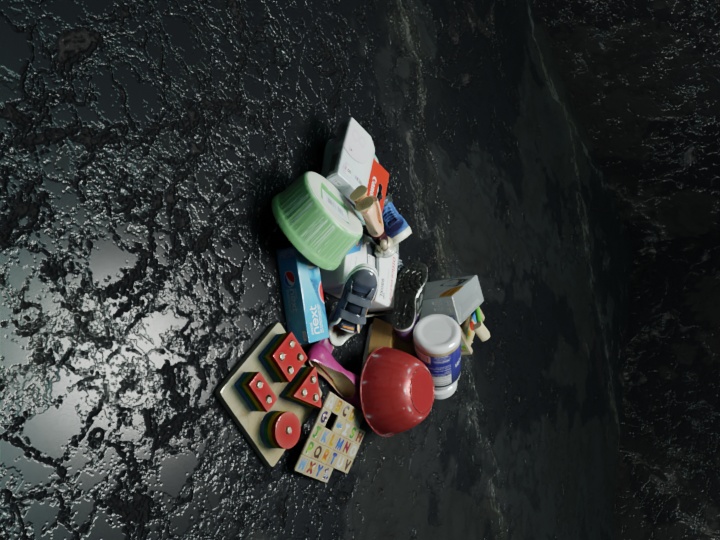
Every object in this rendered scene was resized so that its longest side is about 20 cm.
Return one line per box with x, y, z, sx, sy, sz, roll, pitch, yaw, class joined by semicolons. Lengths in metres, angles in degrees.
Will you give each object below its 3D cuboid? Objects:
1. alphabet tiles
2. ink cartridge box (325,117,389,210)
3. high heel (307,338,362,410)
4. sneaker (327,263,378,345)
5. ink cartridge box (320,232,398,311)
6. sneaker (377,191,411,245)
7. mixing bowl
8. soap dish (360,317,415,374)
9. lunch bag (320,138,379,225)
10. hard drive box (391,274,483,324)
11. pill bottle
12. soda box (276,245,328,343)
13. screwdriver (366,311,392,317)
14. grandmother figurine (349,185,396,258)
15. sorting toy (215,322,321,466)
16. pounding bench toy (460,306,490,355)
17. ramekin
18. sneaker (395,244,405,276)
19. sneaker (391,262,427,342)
-0.054;0.372;1.238;0.200;0.007;0.170;45;65;-50;alphabet tiles
0.012;-0.229;1.336;0.198;0.056;0.166;34;55;-35;ink cartridge box
-0.051;0.245;1.255;0.204;0.066;0.096;64;22;-14;high heel
-0.015;0.082;1.247;0.077;0.203;0.080;18;35;-12;sneaker
0.000;0.000;1.370;0.198;0.083;0.149;27;63;-46;ink cartridge box
0.064;-0.135;1.427;0.113;0.076;0.200;59;3;-16;sneaker
0.099;0.272;1.293;0.198;0.106;0.206;16;70;-48;mixing bowl
0.077;0.240;1.420;0.156;0.080;0.205;35;56;-41;soap dish
-0.030;-0.220;1.383;0.159;0.076;0.206;27;62;-42;lunch bag
0.203;0.086;1.514;0.155;0.196;0.079;-31;105;-49;hard drive box
0.188;0.214;1.387;0.203;0.113;0.117;81;31;-42;pill bottle
-0.124;0.050;1.224;0.067;0.063;0.206;-7;89;-50;soda box
0.019;0.115;1.398;0.196;0.028;0.030;3;87;-42;screwdriver
0.037;-0.094;1.288;0.201;0.059;0.123;60;12;-51;grandmother figurine
-0.158;0.244;1.138;0.201;0.068;0.202;-51;122;-43;sorting toy
0.291;0.136;1.613;0.126;0.197;0.157;56;46;-26;pounding bench toy
-0.084;-0.111;1.205;0.200;0.097;0.201;44;20;-20;ramekin
0.091;0.000;1.482;0.076;0.084;0.206;24;64;-45;sneaker
0.122;0.078;1.413;0.088;0.074;0.204;69;35;-52;sneaker
